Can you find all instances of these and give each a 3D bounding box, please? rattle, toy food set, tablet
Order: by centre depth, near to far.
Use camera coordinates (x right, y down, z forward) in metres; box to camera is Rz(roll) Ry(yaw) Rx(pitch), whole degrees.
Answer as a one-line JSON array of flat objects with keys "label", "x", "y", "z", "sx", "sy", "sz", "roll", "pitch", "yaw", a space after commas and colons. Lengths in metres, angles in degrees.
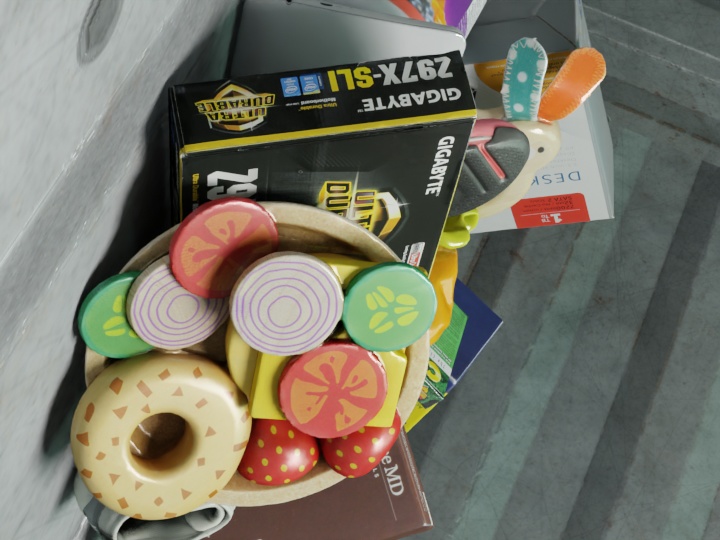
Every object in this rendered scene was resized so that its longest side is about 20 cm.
[{"label": "toy food set", "x": -0.057, "y": 0.051, "z": 0.868, "sx": 0.049, "sy": 0.200, "sz": 0.198, "roll": -112, "pitch": -149, "yaw": -61}, {"label": "tablet", "x": -0.021, "y": -0.080, "z": 0.965, "sx": 0.200, "sy": 0.130, "sz": 0.014, "roll": 107, "pitch": -10, "yaw": -46}, {"label": "rattle", "x": 0.083, "y": -0.052, "z": 1.076, "sx": 0.200, "sy": 0.130, "sz": 0.143, "roll": -23, "pitch": -142, "yaw": 38}]

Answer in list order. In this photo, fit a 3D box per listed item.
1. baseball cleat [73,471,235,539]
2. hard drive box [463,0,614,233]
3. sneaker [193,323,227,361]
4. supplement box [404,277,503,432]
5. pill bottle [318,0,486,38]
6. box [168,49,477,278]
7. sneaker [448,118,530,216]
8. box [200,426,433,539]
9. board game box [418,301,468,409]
[{"label": "baseball cleat", "x": -0.080, "y": 0.101, "z": 0.971, "sx": 0.200, "sy": 0.106, "sz": 0.070, "roll": -41, "pitch": 131, "yaw": -6}, {"label": "hard drive box", "x": 0.099, "y": -0.117, "z": 1.171, "sx": 0.200, "sy": 0.156, "sz": 0.077, "roll": 63, "pitch": 25, "yaw": -53}, {"label": "sneaker", "x": -0.052, "y": 0.035, "z": 0.920, "sx": 0.087, "sy": 0.200, "sz": 0.075, "roll": 89, "pitch": -16, "yaw": -51}, {"label": "supplement box", "x": 0.004, "y": 0.086, "z": 1.300, "sx": 0.200, "sy": 0.109, "sz": 0.110, "roll": -48, "pitch": 178, "yaw": 37}, {"label": "pill bottle", "x": 0.025, "y": -0.187, "z": 1.036, "sx": 0.112, "sy": 0.111, "sz": 0.200, "roll": 106, "pitch": 9, "yaw": -48}, {"label": "box", "x": -0.028, "y": -0.044, "z": 0.904, "sx": 0.200, "sy": 0.159, "sz": 0.049, "roll": 103, "pitch": -22, "yaw": -62}, {"label": "sneaker", "x": 0.011, "y": -0.081, "z": 1.043, "sx": 0.074, "sy": 0.200, "sz": 0.087, "roll": 56, "pitch": 26, "yaw": -56}, {"label": "box", "x": -0.060, "y": 0.156, "z": 1.070, "sx": 0.075, "sy": 0.200, "sz": 0.100, "roll": 64, "pitch": 8, "yaw": -78}, {"label": "board game box", "x": 0.000, "y": 0.000, "z": 1.156, "sx": 0.023, "sy": 0.200, "sz": 0.105, "roll": -33, "pitch": -161, "yaw": 30}]
